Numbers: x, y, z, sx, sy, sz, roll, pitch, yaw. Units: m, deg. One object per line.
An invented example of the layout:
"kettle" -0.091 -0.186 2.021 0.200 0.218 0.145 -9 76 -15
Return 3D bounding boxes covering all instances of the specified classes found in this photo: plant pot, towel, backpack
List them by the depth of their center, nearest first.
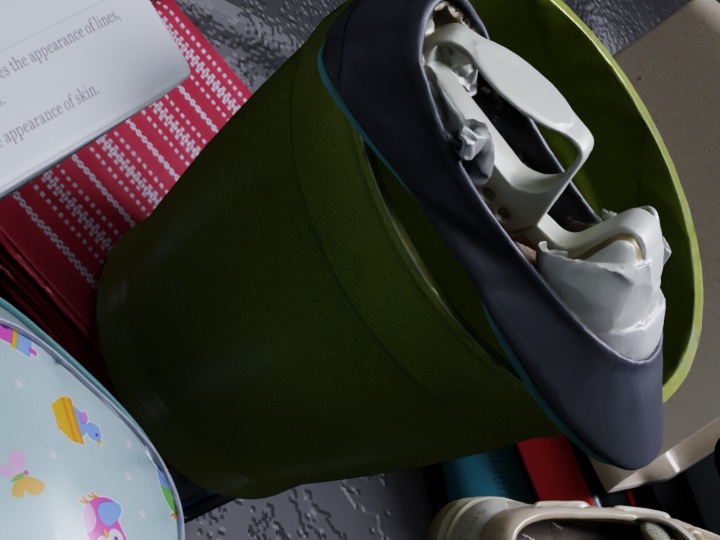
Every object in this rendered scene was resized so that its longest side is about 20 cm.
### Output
"backpack" -0.153 0.098 0.893 0.176 0.153 0.200 42 33 -17
"plant pot" 0.000 0.000 1.031 0.200 0.193 0.201 29 47 -36
"towel" -0.086 -0.021 1.124 0.145 0.022 0.200 50 37 -15
"plant pot" 0.172 -0.020 1.265 0.177 0.200 0.200 57 12 12

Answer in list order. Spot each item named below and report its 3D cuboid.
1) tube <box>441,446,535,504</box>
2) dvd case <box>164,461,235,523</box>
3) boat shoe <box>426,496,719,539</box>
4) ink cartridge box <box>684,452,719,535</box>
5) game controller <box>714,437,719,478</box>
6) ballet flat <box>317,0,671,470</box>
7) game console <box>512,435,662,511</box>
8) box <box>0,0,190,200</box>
"tube" 0.061 0.081 1.252 0.077 0.050 0.200 32 40 -53
"dvd case" -0.084 0.005 1.143 0.143 0.018 0.200 -21 83 -54
"boat shoe" 0.125 0.140 1.148 0.200 0.065 0.072 17 73 -32
"ink cartridge box" 0.271 0.156 1.423 0.146 0.083 0.200 -3 70 -51
"game controller" 0.244 0.122 1.305 0.200 0.042 0.104 0 52 -58
"ballet flat" 0.063 -0.018 0.898 0.200 0.073 0.073 54 37 -9
"game console" 0.106 0.079 1.281 0.200 0.031 0.177 69 13 10
"box" -0.203 -0.052 0.881 0.131 0.199 0.200 58 37 -4
